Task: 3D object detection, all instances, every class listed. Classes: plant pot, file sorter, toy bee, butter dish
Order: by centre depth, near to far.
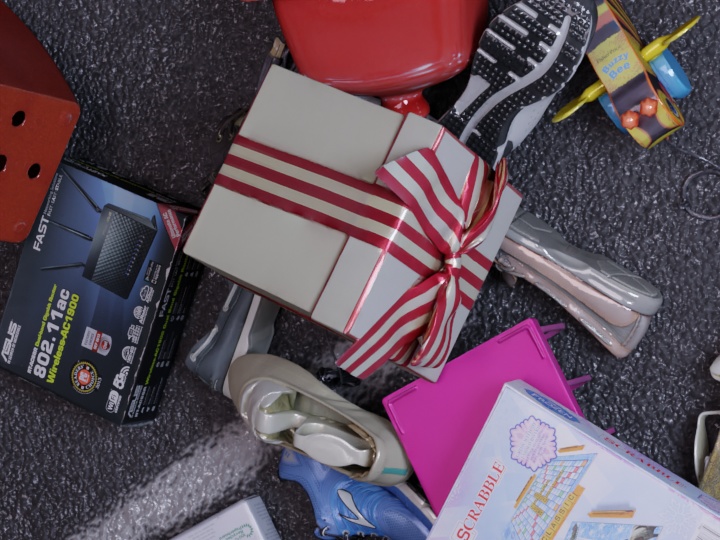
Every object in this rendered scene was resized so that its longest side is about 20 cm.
[{"bbox_3d":[0.219,-0.142,1.426,0.200,0.108,0.132,39,104,18],"label":"toy bee"},{"bbox_3d":[0.137,0.156,1.453,0.138,0.125,0.202,-29,80,20],"label":"file sorter"},{"bbox_3d":[0.025,-0.188,1.469,0.198,0.200,0.150,-6,104,14],"label":"butter dish"},{"bbox_3d":[-0.362,-0.128,1.601,0.176,0.199,0.201,33,103,33],"label":"plant pot"}]

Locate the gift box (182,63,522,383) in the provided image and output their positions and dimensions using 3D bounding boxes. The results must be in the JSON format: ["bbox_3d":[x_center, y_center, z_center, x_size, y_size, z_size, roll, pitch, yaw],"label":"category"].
[{"bbox_3d":[-0.003,-0.027,1.372,0.185,0.200,0.186,23,91,29],"label":"gift box"}]

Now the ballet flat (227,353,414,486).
[{"bbox_3d":[-0.046,0.120,1.490,0.199,0.069,0.070,21,99,33],"label":"ballet flat"}]

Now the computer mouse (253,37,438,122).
[{"bbox_3d":[-0.003,-0.119,1.556,0.199,0.044,0.111,27,104,23],"label":"computer mouse"}]

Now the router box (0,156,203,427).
[{"bbox_3d":[-0.227,0.017,1.640,0.149,0.062,0.202,22,99,22],"label":"router box"}]

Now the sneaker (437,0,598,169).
[{"bbox_3d":[0.121,-0.151,1.439,0.074,0.080,0.200,43,132,5],"label":"sneaker"}]

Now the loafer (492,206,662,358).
[{"bbox_3d":[0.142,-0.001,1.484,0.199,0.072,0.063,30,109,17],"label":"loafer"}]

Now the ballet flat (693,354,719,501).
[{"bbox_3d":[0.293,0.103,1.424,0.070,0.071,0.202,13,95,22],"label":"ballet flat"}]

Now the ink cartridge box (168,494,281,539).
[{"bbox_3d":[-0.128,0.327,1.613,0.195,0.043,0.202,-29,82,19],"label":"ink cartridge box"}]

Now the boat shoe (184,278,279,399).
[{"bbox_3d":[-0.096,0.009,1.580,0.061,0.073,0.202,24,105,17],"label":"boat shoe"}]

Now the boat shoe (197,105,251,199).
[{"bbox_3d":[-0.094,-0.099,1.529,0.065,0.073,0.200,39,142,6],"label":"boat shoe"}]

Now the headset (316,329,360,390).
[{"bbox_3d":[0.000,0.000,1.527,0.123,0.094,0.202,18,97,29],"label":"headset"}]

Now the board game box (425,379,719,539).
[{"bbox_3d":[0.148,0.216,1.359,0.198,0.041,0.201,32,103,19],"label":"board game box"}]

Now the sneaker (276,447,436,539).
[{"bbox_3d":[0.013,0.196,1.535,0.199,0.078,0.090,34,100,27],"label":"sneaker"}]
